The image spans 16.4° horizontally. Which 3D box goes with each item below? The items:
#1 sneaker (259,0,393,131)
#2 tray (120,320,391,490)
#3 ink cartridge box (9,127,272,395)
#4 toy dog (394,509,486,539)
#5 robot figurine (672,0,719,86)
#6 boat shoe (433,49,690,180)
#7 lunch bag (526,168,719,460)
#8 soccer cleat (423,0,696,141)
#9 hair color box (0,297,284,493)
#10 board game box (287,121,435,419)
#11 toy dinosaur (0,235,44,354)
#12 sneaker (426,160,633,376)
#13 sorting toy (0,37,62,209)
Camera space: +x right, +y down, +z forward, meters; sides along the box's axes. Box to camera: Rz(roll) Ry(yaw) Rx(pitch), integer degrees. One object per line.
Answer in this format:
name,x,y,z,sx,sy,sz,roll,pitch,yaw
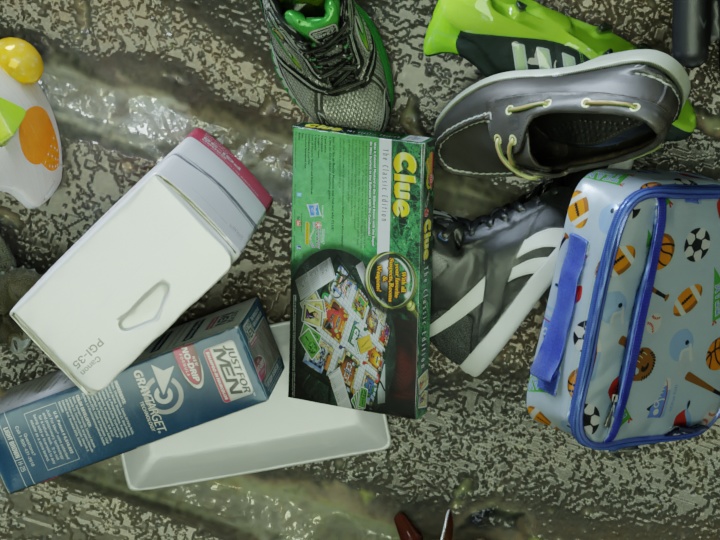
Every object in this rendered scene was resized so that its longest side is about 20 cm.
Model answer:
sneaker,-0.033,-0.164,1.716,0.078,0.085,0.200,-24,123,5
tray,-0.083,0.094,1.824,0.200,0.022,0.108,-10,101,7
ink cartridge box,-0.146,-0.010,1.716,0.147,0.200,0.083,-43,95,11
toy dog,0.043,0.213,1.767,0.132,0.200,0.096,-31,80,-14
robot figurine,0.301,-0.174,1.677,0.150,0.125,0.200,-12,104,-37
boat shoe,0.127,-0.097,1.696,0.201,0.061,0.072,-15,126,36
lunch bag,0.194,0.030,1.715,0.160,0.076,0.200,-1,108,-40
soccer cleat,0.139,-0.138,1.739,0.200,0.068,0.081,29,126,-5
hair color box,-0.160,0.088,1.767,0.200,0.100,0.061,-21,99,10
board game box,0.000,0.000,1.752,0.105,0.023,0.200,10,107,27
toy dinosaur,-0.285,0.004,1.806,0.102,0.077,0.200,-45,63,11
sneaker,0.095,-0.032,1.754,0.112,0.073,0.200,36,103,-2
sorting toy,-0.313,-0.099,1.718,0.200,0.180,0.107,19,117,1
